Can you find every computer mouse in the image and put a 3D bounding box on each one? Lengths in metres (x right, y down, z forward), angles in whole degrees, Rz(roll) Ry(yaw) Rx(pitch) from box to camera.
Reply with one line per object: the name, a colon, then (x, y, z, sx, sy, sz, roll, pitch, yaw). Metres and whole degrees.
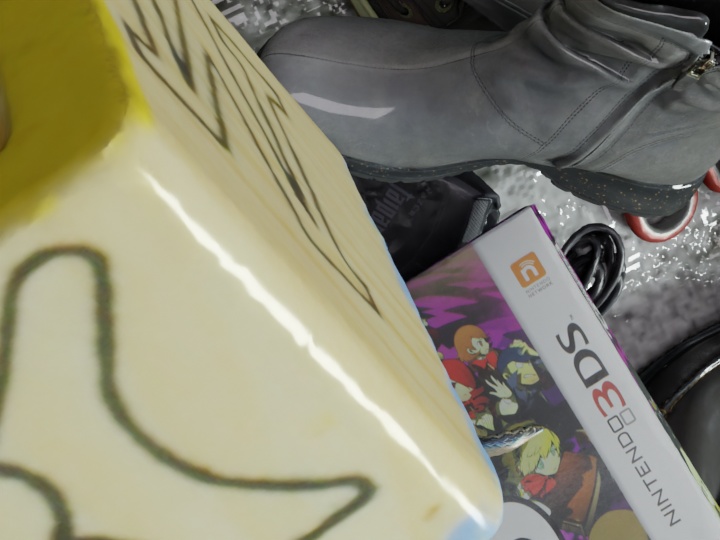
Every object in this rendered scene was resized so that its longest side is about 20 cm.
computer mouse: (0.000, 0.000, 0.821, 0.199, 0.046, 0.141, 26, 106, -13)

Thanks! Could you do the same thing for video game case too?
video game case: (0.033, 0.101, 0.786, 0.199, 0.036, 0.182, -31, 88, 7)

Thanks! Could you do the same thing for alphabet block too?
alphabet block: (-0.105, 0.013, 0.568, 0.195, 0.197, 0.200, -35, 134, 7)

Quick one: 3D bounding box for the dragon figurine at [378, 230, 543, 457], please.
dragon figurine: (-0.027, 0.008, 0.721, 0.059, 0.199, 0.100, -30, 130, -40)

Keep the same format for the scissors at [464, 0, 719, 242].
scissors: (0.106, -0.087, 0.827, 0.073, 0.014, 0.200, -46, 125, -2)

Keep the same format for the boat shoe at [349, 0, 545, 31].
boat shoe: (0.026, -0.138, 0.799, 0.072, 0.066, 0.201, -47, 108, -12)

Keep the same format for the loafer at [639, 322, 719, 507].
loafer: (0.138, 0.095, 0.852, 0.200, 0.072, 0.073, -44, 106, -10)

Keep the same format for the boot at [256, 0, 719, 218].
boot: (0.064, -0.086, 0.725, 0.199, 0.132, 0.070, 6, 66, -12)
